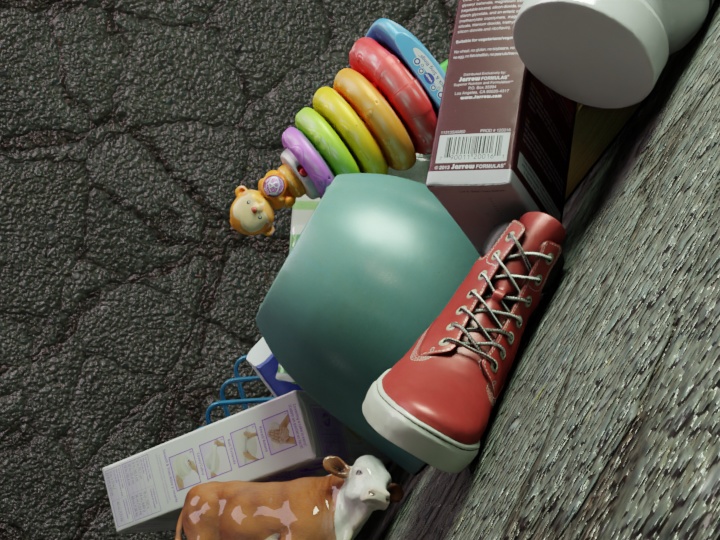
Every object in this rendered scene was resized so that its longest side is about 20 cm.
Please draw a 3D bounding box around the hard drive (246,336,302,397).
[{"bbox_3d":[-0.023,0.091,1.492,0.132,0.025,0.200,-47,-36,-12],"label":"hard drive"}]

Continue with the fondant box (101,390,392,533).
[{"bbox_3d":[-0.088,0.157,1.263,0.199,0.059,0.144,-25,-17,25],"label":"fondant box"}]

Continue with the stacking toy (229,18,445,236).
[{"bbox_3d":[-0.022,-0.096,1.215,0.199,0.117,0.110,-37,4,-6],"label":"stacking toy"}]

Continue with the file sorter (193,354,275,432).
[{"bbox_3d":[-0.093,0.188,1.597,0.200,0.121,0.140,-62,-38,-59],"label":"file sorter"}]

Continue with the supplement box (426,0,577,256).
[{"bbox_3d":[0.103,-0.123,1.037,0.109,0.060,0.202,47,-131,-55],"label":"supplement box"}]

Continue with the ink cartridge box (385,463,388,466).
[{"bbox_3d":[0.006,0.113,1.396,0.201,0.083,0.146,-61,1,7],"label":"ink cartridge box"}]

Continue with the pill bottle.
[{"bbox_3d":[0.179,-0.208,0.980,0.201,0.115,0.116,-61,1,-26],"label":"pill bottle"}]

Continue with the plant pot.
[{"bbox_3d":[0.019,0.022,1.147,0.202,0.160,0.201,-59,1,2],"label":"plant pot"}]

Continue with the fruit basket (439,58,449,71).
[{"bbox_3d":[0.073,-0.096,1.436,0.214,0.156,0.216,-31,-3,-2],"label":"fruit basket"}]

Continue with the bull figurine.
[{"bbox_3d":[-0.057,0.195,1.120,0.198,0.065,0.122,-9,52,38],"label":"bull figurine"}]

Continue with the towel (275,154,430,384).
[{"bbox_3d":[0.000,0.000,1.303,0.023,0.151,0.203,10,-95,-60],"label":"towel"}]

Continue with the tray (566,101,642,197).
[{"bbox_3d":[0.169,-0.115,1.145,0.099,0.037,0.200,-61,2,-31],"label":"tray"}]

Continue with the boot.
[{"bbox_3d":[0.071,0.033,0.922,0.145,0.072,0.200,-58,-2,14],"label":"boot"}]
